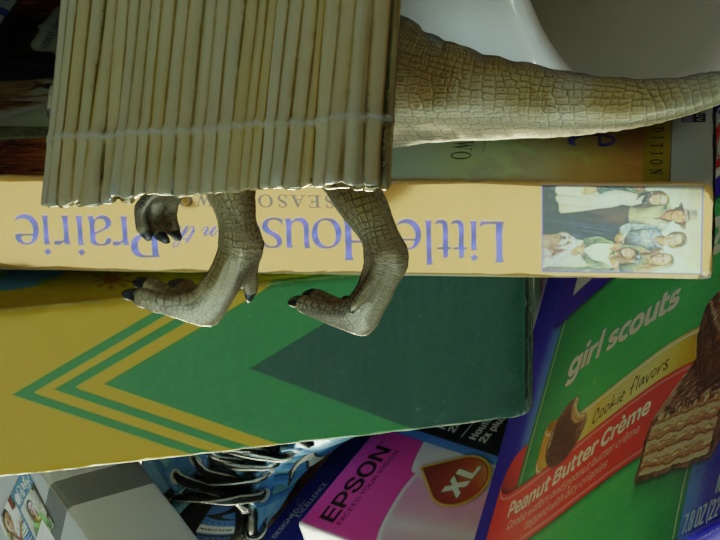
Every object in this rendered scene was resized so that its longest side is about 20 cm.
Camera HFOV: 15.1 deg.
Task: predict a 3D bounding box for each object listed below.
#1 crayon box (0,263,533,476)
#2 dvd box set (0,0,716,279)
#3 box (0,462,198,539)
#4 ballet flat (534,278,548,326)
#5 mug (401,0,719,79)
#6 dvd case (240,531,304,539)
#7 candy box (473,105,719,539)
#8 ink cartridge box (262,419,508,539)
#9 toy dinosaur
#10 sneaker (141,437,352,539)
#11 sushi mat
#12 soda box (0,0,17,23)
[{"bbox_3d":[-0.065,0.001,0.729,0.200,0.127,0.051,-5,116,-9],"label":"crayon box"},{"bbox_3d":[-0.006,-0.040,0.717,0.200,0.146,0.029,1,115,8],"label":"dvd box set"},{"bbox_3d":[-0.130,0.109,1.018,0.200,0.041,0.156,46,135,37],"label":"box"},{"bbox_3d":[0.000,0.000,0.861,0.200,0.069,0.071,5,171,-30],"label":"ballet flat"},{"bbox_3d":[0.010,-0.133,0.683,0.153,0.187,0.149,5,179,36],"label":"mug"},{"bbox_3d":[-0.032,0.120,1.098,0.200,0.025,0.150,-10,170,37],"label":"dvd case"},{"bbox_3d":[0.112,0.028,0.783,0.077,0.200,0.169,30,146,-14],"label":"candy box"},{"bbox_3d":[0.049,0.075,0.933,0.200,0.095,0.037,12,145,50],"label":"ink cartridge box"},{"bbox_3d":[-0.013,-0.038,0.594,0.200,0.101,0.058,25,-160,35],"label":"toy dinosaur"},{"bbox_3d":[-0.035,0.063,0.971,0.078,0.090,0.200,23,167,-7],"label":"sneaker"},{"bbox_3d":[-0.026,-0.112,0.592,0.096,0.200,0.012,-5,167,38],"label":"sushi mat"},{"bbox_3d":[-0.125,-0.062,0.890,0.200,0.068,0.063,30,147,-19],"label":"soda box"}]
